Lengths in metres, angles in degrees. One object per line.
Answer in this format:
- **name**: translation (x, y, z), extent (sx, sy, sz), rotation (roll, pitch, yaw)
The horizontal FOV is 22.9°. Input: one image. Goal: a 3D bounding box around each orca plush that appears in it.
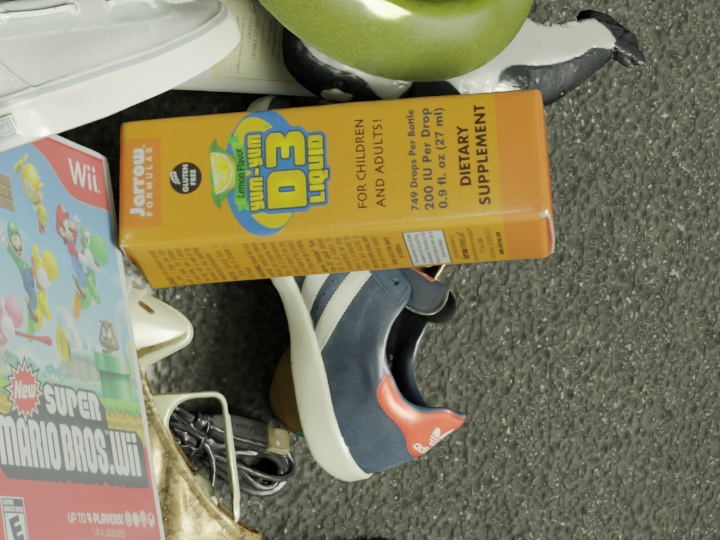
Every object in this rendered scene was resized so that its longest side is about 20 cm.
- **orca plush**: translation (0.043, -0.106, 0.918), extent (0.200, 0.071, 0.105), rotation (-19, 68, -34)

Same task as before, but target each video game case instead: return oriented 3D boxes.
- **video game case**: translation (-0.132, 0.034, 0.746), extent (0.143, 0.017, 0.201), rotation (23, 54, -68)

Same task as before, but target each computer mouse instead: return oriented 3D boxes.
- **computer mouse**: translation (-0.098, 0.169, 0.927), extent (0.109, 0.044, 0.201), rotation (14, 87, -38)

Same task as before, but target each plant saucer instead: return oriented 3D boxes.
- **plant saucer**: translation (0.014, -0.189, 0.863), extent (0.199, 0.031, 0.201), rotation (11, 67, -28)

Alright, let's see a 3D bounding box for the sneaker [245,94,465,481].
- **sneaker**: translation (0.000, 0.000, 0.891), extent (0.075, 0.084, 0.201), rotation (11, 61, -73)

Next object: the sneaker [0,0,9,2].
- **sneaker**: translation (-0.155, -0.140, 0.811), extent (0.088, 0.080, 0.201), rotation (-16, 107, -37)

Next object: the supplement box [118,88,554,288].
- **supplement box**: translation (-0.011, -0.037, 0.832), extent (0.199, 0.069, 0.067), rotation (-5, 74, 8)

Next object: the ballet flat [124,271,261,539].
- **ballet flat**: translation (-0.102, 0.058, 0.859), extent (0.065, 0.071, 0.201), rotation (-22, 92, -6)

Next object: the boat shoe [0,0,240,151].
- **boat shoe**: translation (-0.117, -0.102, 0.758), extent (0.200, 0.072, 0.069), rotation (-37, 110, -56)

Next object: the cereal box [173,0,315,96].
- **cereal box**: translation (-0.039, -0.161, 0.898), extent (0.199, 0.039, 0.144), rotation (0, 101, -33)

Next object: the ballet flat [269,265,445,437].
- **ballet flat**: translation (0.021, 0.003, 0.954), extent (0.069, 0.063, 0.200), rotation (30, 83, -33)

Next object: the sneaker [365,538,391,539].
- **sneaker**: translation (-0.007, 0.204, 0.967), extent (0.200, 0.076, 0.088), rotation (5, 113, -50)
